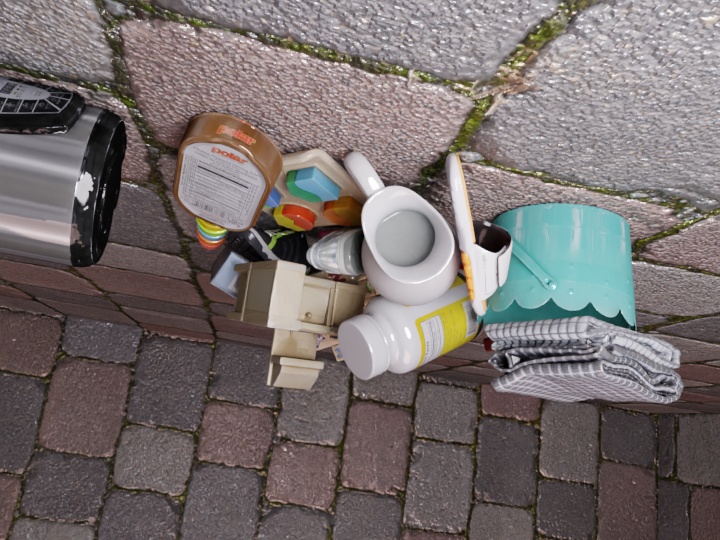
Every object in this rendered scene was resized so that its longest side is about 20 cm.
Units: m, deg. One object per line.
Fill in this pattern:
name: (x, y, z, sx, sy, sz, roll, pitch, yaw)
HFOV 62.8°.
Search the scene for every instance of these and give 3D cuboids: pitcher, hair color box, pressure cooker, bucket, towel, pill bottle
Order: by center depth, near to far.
pressure cooker: (-0.359, -0.101, 0.607, 0.198, 0.180, 0.176, 12, 168, -15)
pitcher: (0.044, -0.045, 0.697, 0.121, 0.172, 0.200, -31, 167, 2)
towel: (0.275, 0.119, 0.732, 0.199, 0.086, 0.165, 17, 162, -34)
bucket: (0.251, 0.008, 0.763, 0.205, 0.136, 0.207, 7, 164, 2)
pill bottle: (0.072, 0.075, 0.818, 0.199, 0.112, 0.111, -19, -179, -31)
hair color box: (-0.192, 0.009, 0.983, 0.099, 0.061, 0.200, 35, 179, -15)

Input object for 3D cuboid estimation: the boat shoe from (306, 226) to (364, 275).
boat shoe: (-0.013, -0.028, 0.811, 0.064, 0.075, 0.202, 0, -172, 14)

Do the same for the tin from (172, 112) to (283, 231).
tin: (-0.157, -0.105, 0.683, 0.111, 0.042, 0.200, 19, 154, -13)

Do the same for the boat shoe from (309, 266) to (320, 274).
boat shoe: (-0.064, 0.021, 1.032, 0.199, 0.072, 0.076, 32, -166, 34)

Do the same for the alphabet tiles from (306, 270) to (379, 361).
alphabet tiles: (-0.001, 0.062, 0.947, 0.198, 0.167, 0.006, -17, -155, 5)

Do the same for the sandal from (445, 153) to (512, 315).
sandal: (0.138, -0.035, 0.654, 0.059, 0.079, 0.208, -10, 126, 10)

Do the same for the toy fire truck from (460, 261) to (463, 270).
toy fire truck: (0.147, 0.003, 0.970, 0.140, 0.049, 0.200, 12, 164, -16)

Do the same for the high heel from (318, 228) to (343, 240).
high heel: (0.000, 0.000, 0.947, 0.067, 0.097, 0.200, -2, 162, 35)

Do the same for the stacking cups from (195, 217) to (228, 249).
stacking cups: (-0.221, -0.066, 0.890, 0.060, 0.061, 0.200, 12, 165, -14)

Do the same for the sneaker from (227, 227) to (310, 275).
sneaker: (-0.128, -0.043, 0.898, 0.071, 0.083, 0.200, 20, 169, 25)

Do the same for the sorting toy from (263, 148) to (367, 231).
sorting toy: (-0.075, -0.092, 0.762, 0.184, 0.037, 0.200, -2, 162, 34)

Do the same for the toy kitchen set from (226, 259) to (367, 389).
toy kitchen set: (-0.065, 0.087, 0.801, 0.199, 0.165, 0.180, 11, 173, -27)

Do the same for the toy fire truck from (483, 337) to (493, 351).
toy fire truck: (0.309, 0.075, 1.070, 0.167, 0.113, 0.200, -8, 170, -15)
